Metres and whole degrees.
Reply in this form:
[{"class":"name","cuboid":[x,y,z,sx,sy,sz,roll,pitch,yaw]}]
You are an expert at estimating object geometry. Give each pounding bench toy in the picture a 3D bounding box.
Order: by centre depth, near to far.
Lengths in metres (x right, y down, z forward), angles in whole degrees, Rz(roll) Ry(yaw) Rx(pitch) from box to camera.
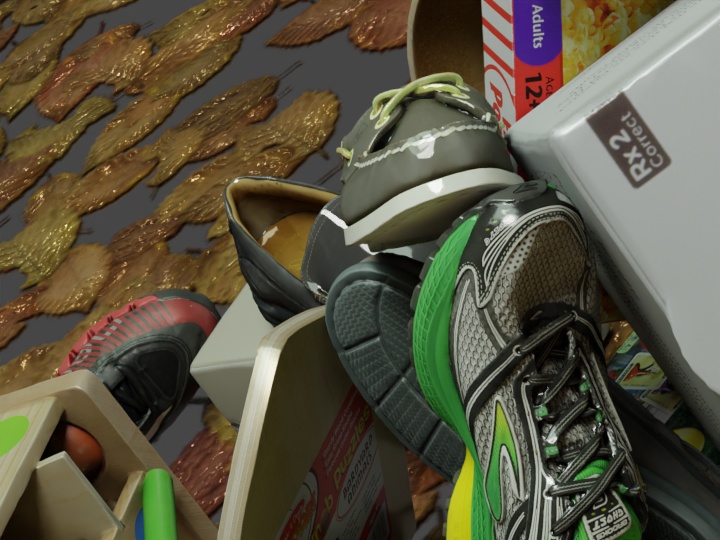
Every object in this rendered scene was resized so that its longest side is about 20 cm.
[{"class":"pounding bench toy","cuboid":[-0.131,0.134,1.256,0.199,0.124,0.156,-19,30,31]}]

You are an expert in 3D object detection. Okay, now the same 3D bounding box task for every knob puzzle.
[{"class":"knob puzzle","cuboid":[-0.029,0.100,1.113,0.030,0.221,0.220,9,44,20]}]

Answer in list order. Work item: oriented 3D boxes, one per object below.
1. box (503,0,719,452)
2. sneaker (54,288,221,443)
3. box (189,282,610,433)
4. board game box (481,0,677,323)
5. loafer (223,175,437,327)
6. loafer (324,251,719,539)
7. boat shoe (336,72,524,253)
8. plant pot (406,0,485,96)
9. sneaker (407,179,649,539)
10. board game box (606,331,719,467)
[{"class":"box","cuboid":[0.193,-0.030,1.024,0.200,0.199,0.131,-36,6,-1]},{"class":"sneaker","cuboid":[-0.147,0.089,1.405,0.200,0.071,0.098,-40,19,-3]},{"class":"box","cuboid":[0.017,0.037,1.304,0.199,0.069,0.082,-7,38,45]},{"class":"board game box","cuboid":[0.152,-0.064,1.127,0.199,0.152,0.046,-9,22,-13]},{"class":"loafer","cuboid":[0.000,0.000,1.227,0.073,0.072,0.199,-49,31,-22]},{"class":"loafer","cuboid":[0.074,0.061,1.083,0.072,0.200,0.063,-53,-5,37]},{"class":"boat shoe","cuboid":[0.023,-0.043,1.046,0.072,0.061,0.202,-13,-1,-1]},{"class":"plant pot","cuboid":[0.155,-0.112,1.293,0.200,0.187,0.186,-34,22,-30]},{"class":"sneaker","cuboid":[0.075,0.061,0.986,0.078,0.201,0.085,-21,26,-25]},{"class":"board game box","cuboid":[0.102,0.100,1.152,0.200,0.024,0.105,-48,31,-23]}]
